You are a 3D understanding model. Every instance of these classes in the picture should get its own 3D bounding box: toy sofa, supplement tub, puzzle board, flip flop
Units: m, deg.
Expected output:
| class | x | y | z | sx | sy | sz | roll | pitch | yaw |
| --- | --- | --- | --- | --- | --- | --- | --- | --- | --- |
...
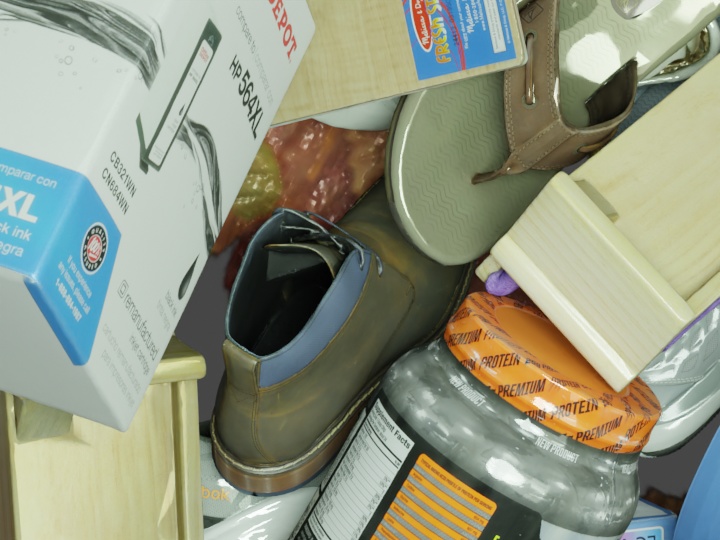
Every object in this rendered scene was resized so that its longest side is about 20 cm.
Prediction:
| class | x | y | z | sx | sy | sz | roll | pitch | yaw |
| --- | --- | --- | --- | --- | --- | --- | --- | --- | --- |
| toy sofa | 0.148 | -0.035 | 1.138 | 0.083 | 0.098 | 0.200 | 47 | 57 | 7 |
| supplement tub | 0.037 | 0.118 | 1.137 | 0.122 | 0.123 | 0.200 | 24 | 106 | -23 |
| puzzle board | -0.018 | -0.168 | 1.131 | 0.151 | 0.017 | 0.200 | -12 | 91 | 23 |
| toy sofa | -0.114 | 0.124 | 1.161 | 0.083 | 0.098 | 0.200 | -6 | 101 | -18 |
| flip flop | 0.090 | -0.083 | 1.128 | 0.200 | 0.058 | 0.081 | -41 | 111 | 1 |

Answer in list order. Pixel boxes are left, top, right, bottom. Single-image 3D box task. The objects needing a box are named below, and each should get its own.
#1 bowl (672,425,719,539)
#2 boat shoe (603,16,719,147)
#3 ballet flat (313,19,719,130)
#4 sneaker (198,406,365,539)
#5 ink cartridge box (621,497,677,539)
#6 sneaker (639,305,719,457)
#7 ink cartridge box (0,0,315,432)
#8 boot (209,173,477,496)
| class | x | y | z | sx | sy | sz | roll | pitch | yaw |
| --- | --- | --- | --- | --- | --- | --- | --- | --- | --- |
| bowl | 0.218 | 0.065 | 1.247 | 0.039 | 0.201 | 0.201 | 33 | 85 | 21 |
| boat shoe | 0.201 | -0.098 | 1.268 | 0.200 | 0.072 | 0.062 | -37 | 147 | -11 |
| ballet flat | 0.070 | -0.099 | 1.183 | 0.200 | 0.069 | 0.070 | -10 | 103 | -16 |
| sneaker | -0.001 | 0.071 | 1.221 | 0.200 | 0.074 | 0.079 | -20 | 101 | -17 |
| ink cartridge box | 0.076 | 0.210 | 1.275 | 0.136 | 0.076 | 0.200 | -5 | 103 | -21 |
| sneaker | 0.167 | -0.015 | 1.272 | 0.200 | 0.075 | 0.116 | -46 | 108 | -9 |
| ink cartridge box | -0.102 | -0.061 | 1.045 | 0.084 | 0.146 | 0.200 | 17 | 69 | 18 |
| boot | 0.000 | 0.000 | 1.168 | 0.075 | 0.097 | 0.200 | 24 | 61 | 16 |
